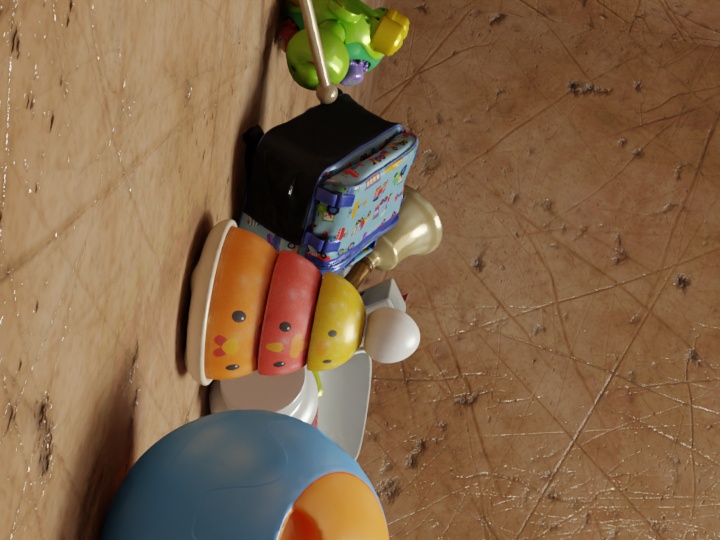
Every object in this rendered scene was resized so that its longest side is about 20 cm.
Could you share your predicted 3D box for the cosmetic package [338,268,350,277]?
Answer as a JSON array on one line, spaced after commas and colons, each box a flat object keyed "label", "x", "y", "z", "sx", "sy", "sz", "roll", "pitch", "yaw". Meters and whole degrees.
[{"label": "cosmetic package", "x": -0.065, "y": -0.035, "z": 1.445, "sx": 0.201, "sy": 0.112, "sz": 0.081, "roll": 99, "pitch": 2, "yaw": -52}]

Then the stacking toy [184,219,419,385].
[{"label": "stacking toy", "x": -0.046, "y": 0.040, "z": 1.047, "sx": 0.146, "sy": 0.199, "sz": 0.147, "roll": 9, "pitch": 90, "yaw": -88}]

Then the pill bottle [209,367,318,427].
[{"label": "pill bottle", "x": -0.099, "y": 0.148, "z": 1.247, "sx": 0.200, "sy": 0.111, "sz": 0.113, "roll": 96, "pitch": 4, "yaw": -61}]

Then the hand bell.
[{"label": "hand bell", "x": 0.000, "y": 0.000, "z": 1.338, "sx": 0.200, "sy": 0.104, "sz": 0.104, "roll": -50, "pitch": 159, "yaw": -37}]

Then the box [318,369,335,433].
[{"label": "box", "x": -0.088, "y": 0.145, "z": 1.633, "sx": 0.095, "sy": 0.102, "sz": 0.201, "roll": -91, "pitch": -171, "yaw": -64}]

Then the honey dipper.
[{"label": "honey dipper", "x": -0.050, "y": -0.249, "z": 1.157, "sx": 0.038, "sy": 0.038, "sz": 0.201, "roll": -79, "pitch": 160, "yaw": -48}]

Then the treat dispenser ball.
[{"label": "treat dispenser ball", "x": -0.078, "y": 0.197, "z": 0.823, "sx": 0.201, "sy": 0.199, "sz": 0.202, "roll": 9, "pitch": 90, "yaw": -88}]

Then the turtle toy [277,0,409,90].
[{"label": "turtle toy", "x": -0.032, "y": -0.255, "z": 1.305, "sx": 0.101, "sy": 0.145, "sz": 0.200, "roll": -60, "pitch": -176, "yaw": 20}]

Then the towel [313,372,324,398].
[{"label": "towel", "x": -0.106, "y": 0.196, "z": 1.388, "sx": 0.200, "sy": 0.018, "sz": 0.086, "roll": -52, "pitch": 160, "yaw": -24}]

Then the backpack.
[{"label": "backpack", "x": -0.044, "y": -0.061, "z": 1.240, "sx": 0.182, "sy": 0.134, "sz": 0.201, "roll": -35, "pitch": 150, "yaw": -49}]

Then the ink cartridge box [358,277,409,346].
[{"label": "ink cartridge box", "x": -0.043, "y": 0.067, "z": 1.406, "sx": 0.176, "sy": 0.199, "sz": 0.045, "roll": -70, "pitch": 136, "yaw": -76}]

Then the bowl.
[{"label": "bowl", "x": -0.084, "y": 0.190, "z": 1.521, "sx": 0.199, "sy": 0.074, "sz": 0.201, "roll": -21, "pitch": 128, "yaw": -41}]
